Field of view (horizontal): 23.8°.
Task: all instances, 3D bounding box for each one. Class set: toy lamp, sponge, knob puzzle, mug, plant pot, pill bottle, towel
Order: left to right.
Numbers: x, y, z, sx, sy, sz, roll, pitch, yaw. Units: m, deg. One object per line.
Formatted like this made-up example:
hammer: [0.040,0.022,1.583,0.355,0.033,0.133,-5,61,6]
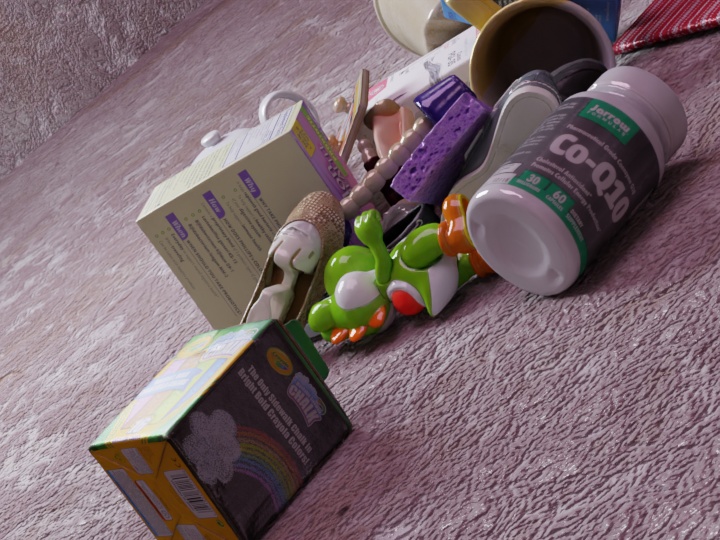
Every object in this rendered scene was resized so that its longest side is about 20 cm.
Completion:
knob puzzle: [-0.037,-0.120,1.928,0.220,0.030,0.221,-161,90,-84]
toy lamp: [0.036,-0.111,1.698,0.200,0.058,0.058,-47,16,6]
sponge: [0.091,-0.114,1.652,0.112,0.030,0.200,-52,-9,9]
plant pot: [0.127,-0.326,2.142,0.200,0.201,0.184,-32,29,8]
mug: [0.187,-0.238,1.793,0.149,0.187,0.153,-19,12,13]
pill bottle: [0.189,-0.081,1.463,0.200,0.113,0.113,-46,21,-30]
towel: [0.374,-0.292,1.836,0.145,0.023,0.200,-46,19,-26]

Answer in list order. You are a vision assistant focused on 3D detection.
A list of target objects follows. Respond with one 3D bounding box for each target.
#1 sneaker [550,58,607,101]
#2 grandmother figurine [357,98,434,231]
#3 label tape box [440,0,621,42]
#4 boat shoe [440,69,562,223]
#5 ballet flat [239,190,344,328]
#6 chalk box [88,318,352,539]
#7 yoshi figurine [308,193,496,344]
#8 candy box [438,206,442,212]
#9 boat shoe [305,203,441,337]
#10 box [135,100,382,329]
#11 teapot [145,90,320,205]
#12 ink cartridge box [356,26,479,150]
sneaker: [0.187,-0.125,1.672,0.200,0.073,0.082,-50,24,-12]
grandmother figurine: [0.042,-0.097,1.782,0.061,0.121,0.200,-44,34,28]
label tape box: [0.190,-0.315,1.895,0.143,0.199,0.066,57,-136,-76]
boat shoe: [0.133,-0.101,1.585,0.062,0.073,0.200,-74,7,-50]
ballet flat: [-0.070,0.014,1.641,0.070,0.065,0.201,16,83,20]
chalk box: [-0.104,0.126,1.442,0.124,0.125,0.200,-14,26,48]
yoshi figurine: [0.034,-0.007,1.589,0.200,0.113,0.112,-29,2,26]
candy box: [0.123,-0.124,1.845,0.102,0.026,0.200,-29,18,10]
boat shoe: [0.000,0.000,1.691,0.199,0.057,0.069,-30,18,14]
box: [-0.100,-0.047,1.798,0.199,0.176,0.097,-29,18,19]
teapot: [-0.142,-0.112,2.100,0.197,0.146,0.200,-29,17,18]
ink cartridge box: [0.096,-0.204,2.010,0.199,0.083,0.147,-31,17,15]
